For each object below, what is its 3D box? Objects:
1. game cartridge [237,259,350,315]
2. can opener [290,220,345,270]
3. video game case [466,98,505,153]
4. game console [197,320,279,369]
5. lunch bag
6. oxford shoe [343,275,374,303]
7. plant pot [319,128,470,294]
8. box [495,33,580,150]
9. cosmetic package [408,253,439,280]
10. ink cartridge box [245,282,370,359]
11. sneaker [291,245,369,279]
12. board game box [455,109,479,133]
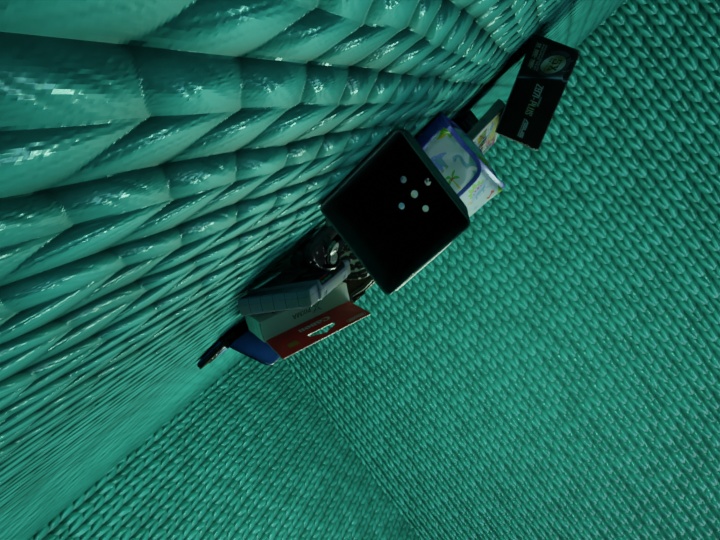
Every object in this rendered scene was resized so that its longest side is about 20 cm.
[{"bbox_3d":[-0.098,0.021,0.859,0.125,0.040,0.200,-13,-170,18],"label":"game cartridge"},{"bbox_3d":[-0.032,-0.070,0.862,0.200,0.077,0.065,-45,144,-33],"label":"can opener"},{"bbox_3d":[0.217,-0.237,1.082,0.182,0.024,0.200,-48,169,2],"label":"video game case"},{"bbox_3d":[-0.249,0.179,1.228,0.170,0.119,0.200,-41,179,24],"label":"game console"},{"bbox_3d":[0.126,-0.152,0.891,0.169,0.130,0.197,-41,142,20],"label":"lunch bag"},{"bbox_3d":[0.000,0.000,1.098,0.199,0.085,0.072,-41,174,29],"label":"oxford shoe"},{"bbox_3d":[0.060,-0.093,0.731,0.140,0.143,0.200,-39,-176,20],"label":"plant pot"},{"bbox_3d":[0.320,-0.320,0.972,0.200,0.084,0.169,-40,152,-68],"label":"box"},{"bbox_3d":[0.115,-0.097,1.411,0.198,0.202,0.123,-40,177,17],"label":"cosmetic package"},{"bbox_3d":[-0.104,0.080,1.014,0.195,0.046,0.174,-24,-158,-26],"label":"ink cartridge box"},{"bbox_3d":[-0.048,-0.024,1.051,0.192,0.079,0.089,-14,-155,5],"label":"sneaker"},{"bbox_3d":[0.164,-0.241,1.166,0.165,0.057,0.200,-44,180,-21],"label":"board game box"}]
